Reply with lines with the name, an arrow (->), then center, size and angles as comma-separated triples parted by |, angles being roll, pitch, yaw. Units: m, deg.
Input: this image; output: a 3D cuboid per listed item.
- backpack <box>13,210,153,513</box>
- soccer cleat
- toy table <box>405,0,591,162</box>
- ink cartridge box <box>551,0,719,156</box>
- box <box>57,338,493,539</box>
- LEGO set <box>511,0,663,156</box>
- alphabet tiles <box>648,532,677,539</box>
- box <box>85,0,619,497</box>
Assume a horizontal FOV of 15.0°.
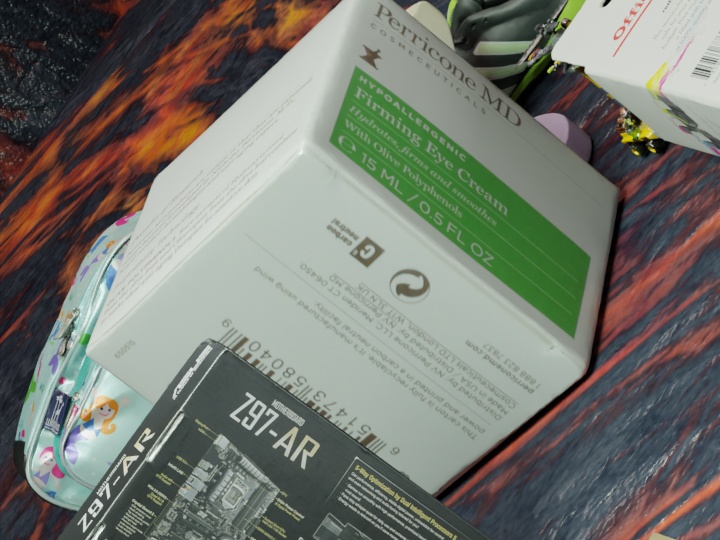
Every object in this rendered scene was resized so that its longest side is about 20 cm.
backpack -> -0.101, 0.063, 1.629 | 0.151, 0.177, 0.200 | 176, 115, -74
soccer cleat -> 0.076, -0.134, 1.768 | 0.200, 0.081, 0.068 | -49, 15, 15
toy table -> 0.038, -0.060, 1.654 | 0.200, 0.117, 0.184 | -36, 23, 47
ink cartridge box -> 0.190, -0.120, 1.358 | 0.115, 0.068, 0.200 | -54, 26, -5
box -> -0.034, 0.151, 1.235 | 0.160, 0.200, 0.044 | -55, 16, -4
LEGO set -> 0.171, -0.176, 1.504 | 0.200, 0.116, 0.154 | -55, 15, -4
alphabet tiles -> 0.089, 0.199, 1.134 | 0.200, 0.006, 0.166 | -56, 15, -8
box -> 0.000, 0.000, 1.472 | 0.200, 0.199, 0.171 | -42, 19, 33
